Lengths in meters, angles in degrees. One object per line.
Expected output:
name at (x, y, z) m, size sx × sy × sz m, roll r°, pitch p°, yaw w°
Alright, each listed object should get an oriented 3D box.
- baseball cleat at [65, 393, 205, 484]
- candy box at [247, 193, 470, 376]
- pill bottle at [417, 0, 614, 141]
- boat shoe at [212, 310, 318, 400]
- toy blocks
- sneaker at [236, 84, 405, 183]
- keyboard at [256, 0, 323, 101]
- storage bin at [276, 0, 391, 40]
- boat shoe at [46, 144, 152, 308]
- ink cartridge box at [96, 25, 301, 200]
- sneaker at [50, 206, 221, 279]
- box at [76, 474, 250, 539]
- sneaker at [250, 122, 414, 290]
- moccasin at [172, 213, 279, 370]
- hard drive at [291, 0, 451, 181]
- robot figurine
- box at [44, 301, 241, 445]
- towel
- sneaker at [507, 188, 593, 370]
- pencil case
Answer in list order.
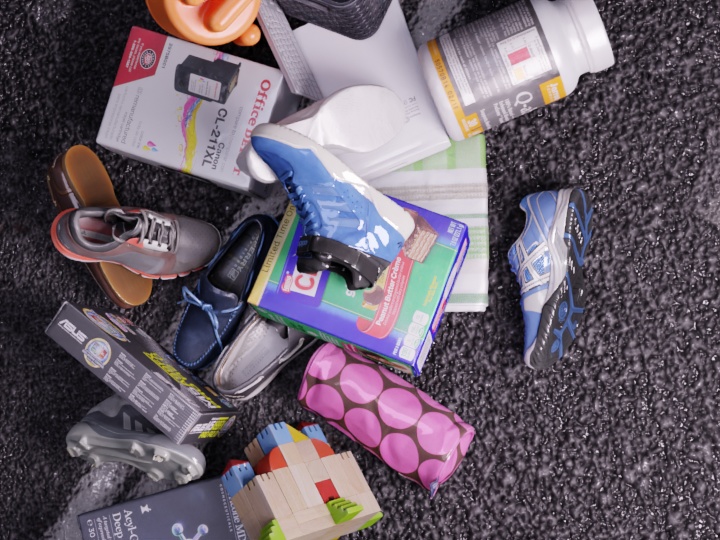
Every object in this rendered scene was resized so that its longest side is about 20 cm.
baseball cleat at (-0.244, 0.180, 1.499) m, size 0.198 × 0.070 × 0.107 m, roll 7°, pitch 45°, yaw 29°
candy box at (0.000, 0.000, 1.454) m, size 0.198 × 0.077 × 0.171 m, roll 19°, pitch 77°, yaw 12°
pill bottle at (0.171, -0.232, 1.460) m, size 0.198 × 0.116 × 0.118 m, roll -22°, pitch 81°, yaw 9°
boat shoe at (-0.095, 0.067, 1.513) m, size 0.200 × 0.060 × 0.074 m, roll -44°, pitch 77°, yaw 4°
toy blocks at (-0.072, 0.228, 1.438) m, size 0.100 × 0.199 × 0.138 m, roll -44°, pitch 66°, yaw 35°
sneaker at (-0.048, -0.155, 1.467) m, size 0.198 × 0.088 × 0.076 m, roll -21°, pitch 102°, yaw -19°
keyboard at (-0.093, -0.275, 1.522) m, size 0.011 × 0.056 × 0.202 m, roll -39°, pitch 61°, yaw 30°
storage bin at (-0.015, -0.383, 1.506) m, size 0.134 × 0.094 × 0.202 m, roll 23°, pitch 84°, yaw 18°
boat shoe at (-0.311, -0.047, 1.567) m, size 0.070 × 0.070 × 0.202 m, roll -24°, pitch 87°, yaw 45°
ink cartridge box at (-0.186, -0.183, 1.542) m, size 0.197 × 0.083 × 0.148 m, roll 17°, pitch 88°, yaw 12°
sneaker at (-0.247, -0.036, 1.505) m, size 0.197 × 0.082 × 0.078 m, roll 2°, pitch 79°, yaw -24°
box at (-0.196, 0.320, 1.488) m, size 0.197 × 0.107 × 0.150 m, roll -17°, pitch 81°, yaw 8°
sneaker at (-0.049, -0.059, 1.376) m, size 0.199 × 0.077 × 0.112 m, roll 36°, pitch 77°, yaw -13°
moccasin at (-0.165, 0.019, 1.527) m, size 0.080 × 0.068 × 0.202 m, roll 26°, pitch 90°, yaw 12°
hard drive at (0.011, -0.210, 1.521) m, size 0.130 × 0.027 × 0.202 m, roll -21°, pitch 74°, yaw 8°
robot figurine at (-0.180, -0.315, 1.481) m, size 0.142 × 0.200 × 0.118 m, roll 2°, pitch 102°, yaw -21°
box at (-0.240, 0.116, 1.487) m, size 0.199 × 0.160 × 0.044 m, roll 38°, pitch 92°, yaw 13°
towel at (0.074, -0.053, 1.512) m, size 0.147 × 0.031 × 0.203 m, roll -1°, pitch 83°, yaw 9°
sneaker at (0.204, 0.009, 1.464) m, size 0.076 × 0.075 × 0.203 m, roll 8°, pitch 86°, yaw 34°
pencil case at (0.023, 0.165, 1.473) m, size 0.199 × 0.091 × 0.094 m, roll 34°, pitch 127°, yaw 14°
